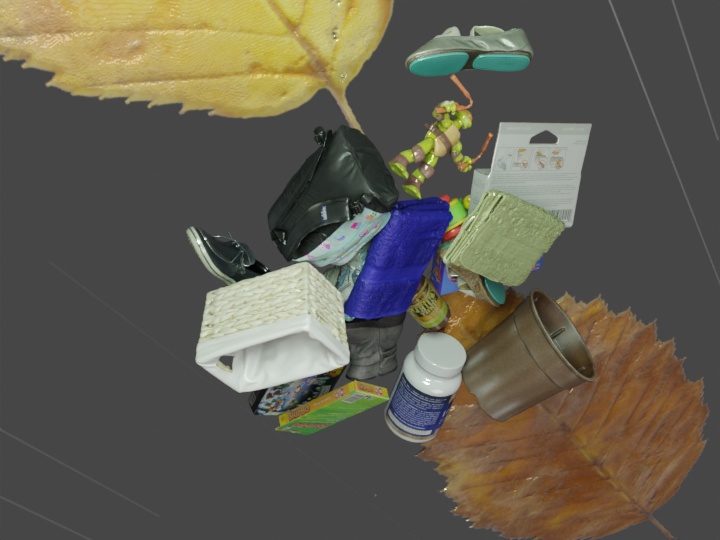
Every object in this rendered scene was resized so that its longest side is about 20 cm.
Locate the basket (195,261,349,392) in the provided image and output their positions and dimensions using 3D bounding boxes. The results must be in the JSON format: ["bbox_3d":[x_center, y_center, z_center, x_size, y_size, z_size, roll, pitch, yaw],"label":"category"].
[{"bbox_3d":[-0.130,0.085,1.566,0.198,0.124,0.136,-18,145,22],"label":"basket"}]

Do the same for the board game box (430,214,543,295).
[{"bbox_3d":[0.225,-0.041,1.809,0.198,0.045,0.135,-13,137,-17],"label":"board game box"}]

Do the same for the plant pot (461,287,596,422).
[{"bbox_3d":[0.303,0.170,1.969,0.198,0.201,0.200,-36,139,21],"label":"plant pot"}]

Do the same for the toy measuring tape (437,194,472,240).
[{"bbox_3d":[0.104,-0.067,1.693,0.199,0.074,0.074,-30,139,-2],"label":"toy measuring tape"}]

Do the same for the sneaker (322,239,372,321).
[{"bbox_3d":[0.000,0.000,1.683,0.077,0.086,0.201,-20,149,-37],"label":"sneaker"}]

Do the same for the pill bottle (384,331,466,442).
[{"bbox_3d":[0.123,0.217,1.962,0.115,0.116,0.201,-3,134,-25],"label":"pill bottle"}]

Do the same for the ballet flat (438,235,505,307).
[{"bbox_3d":[0.184,0.002,1.759,0.065,0.071,0.200,-12,142,22],"label":"ballet flat"}]

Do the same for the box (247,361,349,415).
[{"bbox_3d":[-0.099,0.177,1.859,0.136,0.040,0.201,5,129,-34],"label":"box"}]

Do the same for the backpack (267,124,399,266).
[{"bbox_3d":[-0.041,-0.090,1.536,0.126,0.168,0.200,15,131,-41],"label":"backpack"}]

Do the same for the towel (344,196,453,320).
[{"bbox_3d":[0.063,-0.015,1.624,0.147,0.049,0.201,-13,133,-48],"label":"towel"}]

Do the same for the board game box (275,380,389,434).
[{"bbox_3d":[-0.054,0.248,1.874,0.199,0.030,0.095,-30,149,28],"label":"board game box"}]

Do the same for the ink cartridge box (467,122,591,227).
[{"bbox_3d":[0.272,-0.155,1.689,0.198,0.045,0.178,-4,111,-32],"label":"ink cartridge box"}]

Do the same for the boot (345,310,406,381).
[{"bbox_3d":[-0.011,0.131,1.789,0.198,0.070,0.133,-2,115,-27],"label":"boot"}]

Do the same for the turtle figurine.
[{"bbox_3d":[0.114,-0.196,1.573,0.161,0.064,0.200,-45,149,-9],"label":"turtle figurine"}]

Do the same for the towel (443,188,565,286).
[{"bbox_3d":[0.229,-0.050,1.659,0.199,0.037,0.149,16,118,-43],"label":"towel"}]

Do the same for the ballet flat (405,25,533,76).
[{"bbox_3d":[0.149,-0.313,1.482,0.198,0.064,0.067,-6,160,-20],"label":"ballet flat"}]

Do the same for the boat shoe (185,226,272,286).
[{"bbox_3d":[-0.196,-0.019,1.586,0.062,0.075,0.200,-38,143,5],"label":"boat shoe"}]

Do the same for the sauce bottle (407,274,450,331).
[{"bbox_3d":[0.090,0.035,1.799,0.064,0.065,0.200,-35,139,9],"label":"sauce bottle"}]
